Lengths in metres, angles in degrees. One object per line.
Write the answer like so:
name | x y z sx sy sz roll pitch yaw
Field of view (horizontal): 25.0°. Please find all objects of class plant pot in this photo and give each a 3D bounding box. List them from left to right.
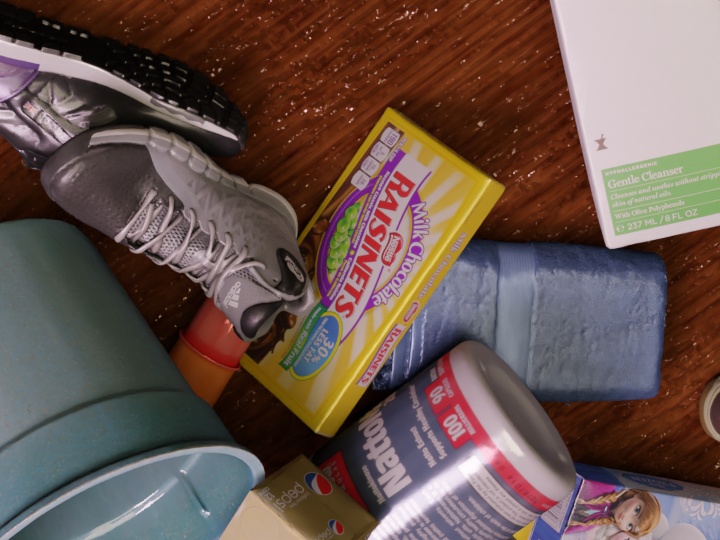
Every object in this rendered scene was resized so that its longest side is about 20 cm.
plant pot | -0.189 0.087 0.981 0.200 0.200 0.196 -31 65 -1

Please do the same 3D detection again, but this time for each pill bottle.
pill bottle | 0.028 0.148 1.056 0.200 0.120 0.120 -38 106 13

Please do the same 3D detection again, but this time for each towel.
towel | 0.108 0.034 1.113 0.200 0.049 0.112 3 102 -9

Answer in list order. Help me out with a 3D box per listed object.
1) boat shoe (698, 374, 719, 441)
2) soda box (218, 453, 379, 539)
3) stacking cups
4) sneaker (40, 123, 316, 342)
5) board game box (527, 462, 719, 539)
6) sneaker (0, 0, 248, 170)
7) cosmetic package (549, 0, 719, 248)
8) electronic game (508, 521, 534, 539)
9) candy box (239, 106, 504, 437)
boat shoe | 0.346 0.100 1.157 0.200 0.065 0.073 -8 103 -8
soda box | -0.072 0.213 1.007 0.068 0.064 0.200 39 119 13
stacking cups | -0.127 0.104 1.077 0.060 0.061 0.200 32 101 -15
sneaker | -0.096 -0.015 0.991 0.200 0.116 0.075 17 126 -45
board game box | 0.201 0.246 1.160 0.199 0.043 0.200 12 101 -26
sneaker | -0.174 -0.100 1.034 0.200 0.076 0.088 20 114 -9
cosmetic package | 0.188 -0.128 1.059 0.108 0.085 0.200 -14 107 9
electronic game | 0.057 0.237 1.156 0.200 0.042 0.200 -2 104 -9
candy box | 0.000 0.000 1.065 0.200 0.102 0.026 -56 148 6
